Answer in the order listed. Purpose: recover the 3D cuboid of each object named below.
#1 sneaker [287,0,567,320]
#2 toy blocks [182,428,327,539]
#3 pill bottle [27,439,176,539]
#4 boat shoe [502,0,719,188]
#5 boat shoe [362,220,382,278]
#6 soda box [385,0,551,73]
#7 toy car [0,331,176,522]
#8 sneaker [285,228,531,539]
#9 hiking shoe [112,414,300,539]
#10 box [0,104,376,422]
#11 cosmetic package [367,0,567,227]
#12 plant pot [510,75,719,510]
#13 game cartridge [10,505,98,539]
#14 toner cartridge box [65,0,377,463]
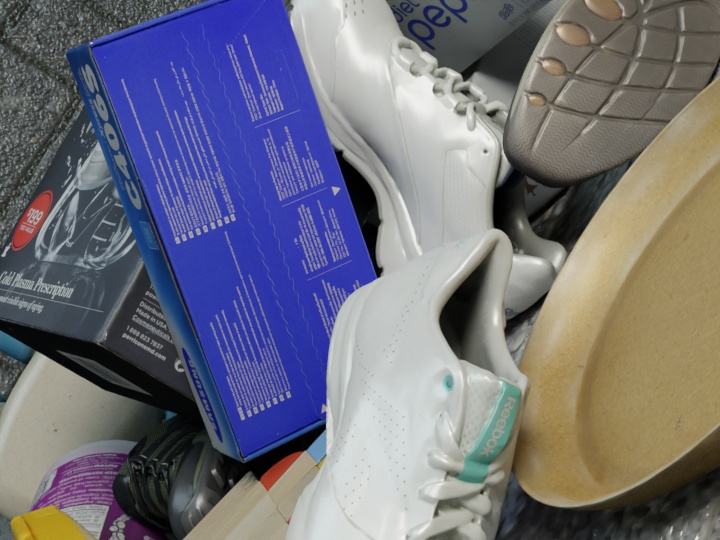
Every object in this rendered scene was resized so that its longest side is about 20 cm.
[{"bbox_3d":[0.035,-0.065,0.695,0.087,0.200,0.075,-28,-2,38],"label":"sneaker"},{"bbox_3d":[-0.024,0.125,0.636,0.137,0.100,0.200,-46,13,-6],"label":"toy blocks"},{"bbox_3d":[-0.156,0.193,0.865,0.112,0.112,0.200,-52,14,18],"label":"pill bottle"},{"bbox_3d":[0.130,-0.112,0.682,0.200,0.074,0.073,-52,1,-19],"label":"boat shoe"},{"bbox_3d":[0.002,-0.002,0.854,0.074,0.068,0.199,-49,15,30],"label":"boat shoe"},{"bbox_3d":[0.047,-0.147,0.736,0.068,0.063,0.200,-62,14,-26],"label":"soda box"},{"bbox_3d":[-0.194,0.132,1.123,0.177,0.184,0.200,-60,-15,-17],"label":"toy car"},{"bbox_3d":[0.026,0.072,0.517,0.088,0.075,0.200,-38,40,44],"label":"sneaker"},{"bbox_3d":[-0.090,0.124,0.824,0.101,0.076,0.200,-30,8,8],"label":"hiking shoe"},{"bbox_3d":[-0.099,-0.025,0.798,0.200,0.104,0.182,5,64,57],"label":"box"},{"bbox_3d":[0.075,-0.102,0.823,0.102,0.074,0.200,-44,17,42],"label":"cosmetic package"},{"bbox_3d":[0.123,0.001,0.510,0.200,0.027,0.200,-51,14,18],"label":"plant pot"},{"bbox_3d":[-0.104,0.191,0.604,0.032,0.176,0.200,-17,1,-19],"label":"game cartridge"},{"bbox_3d":[-0.054,-0.023,0.678,0.095,0.200,0.043,-23,13,-22],"label":"toner cartridge box"}]
